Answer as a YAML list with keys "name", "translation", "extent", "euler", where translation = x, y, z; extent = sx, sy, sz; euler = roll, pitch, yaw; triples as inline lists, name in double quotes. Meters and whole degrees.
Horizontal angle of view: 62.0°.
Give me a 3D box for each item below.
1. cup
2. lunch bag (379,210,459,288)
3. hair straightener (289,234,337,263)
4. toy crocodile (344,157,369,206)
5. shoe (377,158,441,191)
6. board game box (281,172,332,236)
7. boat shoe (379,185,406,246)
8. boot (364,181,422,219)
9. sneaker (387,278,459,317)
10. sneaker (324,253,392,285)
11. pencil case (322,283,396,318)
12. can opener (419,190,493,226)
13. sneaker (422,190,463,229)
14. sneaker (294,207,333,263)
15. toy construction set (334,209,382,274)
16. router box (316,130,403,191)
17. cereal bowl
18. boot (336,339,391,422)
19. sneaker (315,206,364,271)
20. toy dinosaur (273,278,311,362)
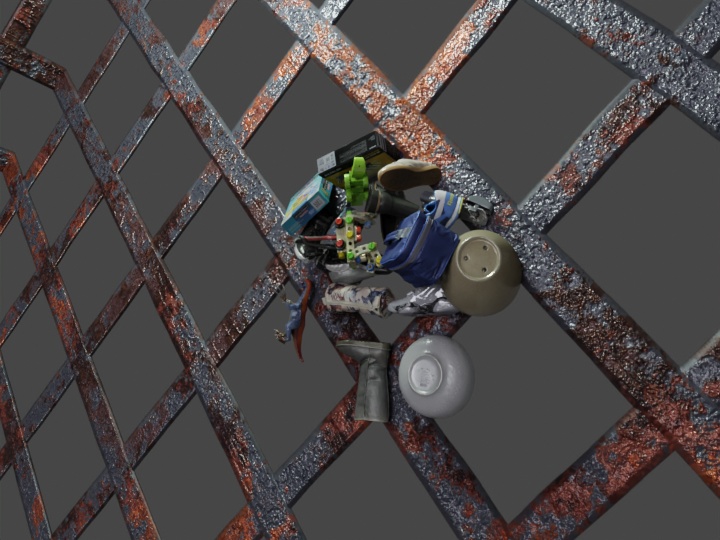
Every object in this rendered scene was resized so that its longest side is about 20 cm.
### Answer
- name: "cup"
  translation: [0.274, -0.009, 1.372]
  extent: [0.193, 0.143, 0.207]
  euler: [-3, 75, 12]
- name: "lunch bag"
  translation: [0.125, -0.053, 1.408]
  extent: [0.130, 0.200, 0.138]
  euler: [32, 77, -9]
- name: "hair straightener"
  translation: [-0.101, -0.055, 1.612]
  extent: [0.041, 0.195, 0.080]
  euler: [20, 110, 56]
- name: "toy crocodile"
  translation: [-0.010, -0.233, 1.622]
  extent: [0.065, 0.201, 0.064]
  euler: [-5, 69, 0]
- name: "shoe"
  translation: [0.120, -0.249, 1.546]
  extent: [0.054, 0.195, 0.071]
  euler: [51, 135, 39]
- name: "board game box"
  translation: [-0.149, -0.201, 1.719]
  extent: [0.150, 0.047, 0.202]
  euler: [-40, 20, 20]
- name: "boat shoe"
  translation: [0.085, -0.158, 1.616]
  extent: [0.070, 0.060, 0.208]
  euler: [-15, 71, 29]
- name: "boot"
  translation: [0.083, -0.167, 1.535]
  extent: [0.134, 0.201, 0.080]
  euler: [14, 109, -5]
- name: "sneaker"
  translation: [0.161, 0.053, 1.512]
  extent: [0.194, 0.075, 0.119]
  euler: [-6, 75, 28]
- name: "sneaker"
  translation: [0.000, 0.000, 1.641]
  extent: [0.194, 0.074, 0.082]
  euler: [-1, 117, 24]
- name: "pencil case"
  translation: [-0.005, 0.080, 1.604]
  extent: [0.195, 0.088, 0.081]
  euler: [4, 98, 34]
- name: "can opener"
  translation: [0.246, -0.167, 1.528]
  extent: [0.197, 0.054, 0.067]
  euler: [24, 60, 35]
- name: "sneaker"
  translation: [0.181, -0.122, 1.496]
  extent: [0.075, 0.080, 0.202]
  euler: [-73, 10, -48]
- name: "sneaker"
  translation: [-0.130, -0.109, 1.679]
  extent: [0.100, 0.069, 0.202]
  euler: [-55, 13, 34]
- name: "toy construction set"
  translation: [-0.002, -0.087, 1.580]
  extent: [0.127, 0.093, 0.205]
  euler: [-6, 53, 7]
- name: "router box"
  translation: [0.002, -0.293, 1.645]
  extent: [0.196, 0.156, 0.054]
  euler: [-20, 68, 28]
- name: "cereal bowl"
  translation: [0.173, 0.254, 1.450]
  extent: [0.195, 0.083, 0.207]
  euler: [-9, 74, 31]
- name: "boot"
  translation: [0.004, 0.288, 1.572]
  extent: [0.177, 0.072, 0.207]
  euler: [1, 86, 36]
- name: "sneaker"
  translation: [-0.064, -0.091, 1.706]
  extent: [0.202, 0.077, 0.087]
  euler: [-53, 39, 9]
- name: "toy dinosaur"
  translation: [-0.178, 0.124, 1.742]
  extent: [0.200, 0.105, 0.182]
  euler: [44, 90, -5]
